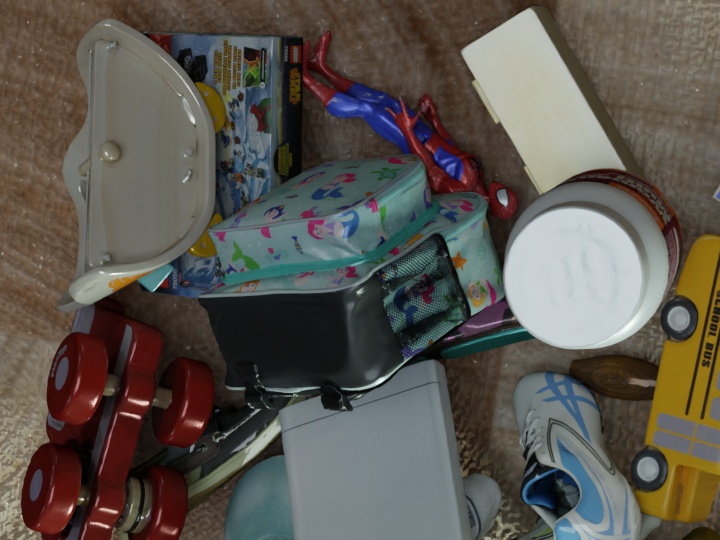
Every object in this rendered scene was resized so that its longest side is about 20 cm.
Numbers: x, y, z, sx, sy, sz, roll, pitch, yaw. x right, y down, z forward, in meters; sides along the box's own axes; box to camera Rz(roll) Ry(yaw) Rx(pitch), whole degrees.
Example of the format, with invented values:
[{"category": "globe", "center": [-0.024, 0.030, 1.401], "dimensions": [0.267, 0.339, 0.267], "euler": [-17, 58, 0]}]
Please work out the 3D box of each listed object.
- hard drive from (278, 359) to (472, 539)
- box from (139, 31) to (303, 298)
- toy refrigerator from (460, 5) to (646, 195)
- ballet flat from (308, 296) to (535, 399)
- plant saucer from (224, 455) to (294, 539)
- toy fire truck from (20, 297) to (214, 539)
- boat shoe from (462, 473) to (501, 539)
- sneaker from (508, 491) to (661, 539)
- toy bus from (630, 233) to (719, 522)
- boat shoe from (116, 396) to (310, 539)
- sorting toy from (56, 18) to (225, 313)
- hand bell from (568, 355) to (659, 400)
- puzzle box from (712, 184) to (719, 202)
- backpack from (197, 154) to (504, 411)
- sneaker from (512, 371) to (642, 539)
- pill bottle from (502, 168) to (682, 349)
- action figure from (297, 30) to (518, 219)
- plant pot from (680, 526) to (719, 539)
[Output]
[{"category": "hard drive", "center": [0.013, 0.176, 1.576], "dimensions": [0.131, 0.027, 0.201], "euler": [-19, 63, 21]}, {"category": "box", "center": [-0.106, -0.078, 1.656], "dimensions": [0.136, 0.040, 0.202], "euler": [8, 99, 38]}, {"category": "toy refrigerator", "center": [0.152, -0.089, 1.605], "dimensions": [0.070, 0.076, 0.201], "euler": [-30, 90, 15]}, {"category": "ballet flat", "center": [0.048, 0.044, 1.655], "dimensions": [0.199, 0.069, 0.072], "euler": [-21, 73, 10]}, {"category": "plant saucer", "center": [-0.039, 0.240, 1.660], "dimensions": [0.200, 0.039, 0.202], "euler": [17, 118, 35]}, {"category": "toy fire truck", "center": [-0.200, 0.125, 1.665], "dimensions": [0.111, 0.168, 0.201], "euler": [14, 91, -25]}, {"category": "boat shoe", "center": [0.042, 0.208, 1.666], "dimensions": [0.075, 0.086, 0.202], "euler": [51, 134, 10]}, {"category": "sneaker", "center": [0.151, 0.211, 1.572], "dimensions": [0.076, 0.200, 0.076], "euler": [-13, 113, 34]}, {"category": "toy bus", "center": [0.249, 0.077, 1.532], "dimensions": [0.078, 0.065, 0.201], "euler": [13, 95, 35]}, {"category": "boat shoe", "center": [-0.124, 0.138, 1.697], "dimensions": [0.201, 0.072, 0.066], "euler": [-40, 92, 19]}, {"category": "sorting toy", "center": [-0.185, -0.052, 1.640], "dimensions": [0.180, 0.106, 0.201], "euler": [-33, 52, 53]}, {"category": "hand bell", "center": [0.248, 0.086, 1.608], "dimensions": [0.199, 0.104, 0.105], "euler": [7, 98, 23]}, {"category": "puzzle box", "center": [0.361, -0.101, 1.581], "dimensions": [0.133, 0.025, 0.201], "euler": [33, 103, 8]}, {"category": "backpack", "center": [0.000, 0.000, 1.549], "dimensions": [0.177, 0.199, 0.152], "euler": [-5, 103, 42]}, {"category": "sneaker", "center": [0.141, 0.134, 1.577], "dimensions": [0.072, 0.200, 0.072], "euler": [4, 119, -17]}, {"category": "pill bottle", "center": [0.155, -0.008, 1.471], "dimensions": [0.109, 0.200, 0.110], "euler": [1, 97, 12]}, {"category": "action figure", "center": [0.037, -0.104, 1.635], "dimensions": [0.200, 0.065, 0.052], "euler": [41, 112, 7]}, {"category": "plant pot", "center": [0.240, 0.298, 1.571], "dimensions": [0.200, 0.176, 0.200], "euler": [-42, 93, 15]}]
